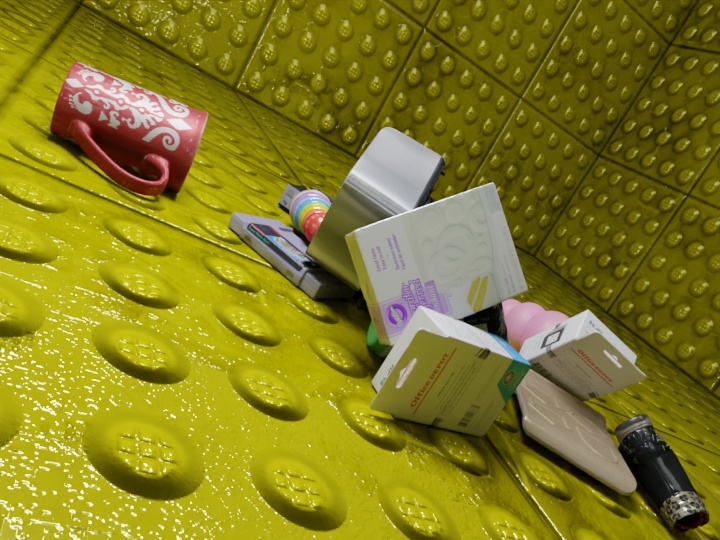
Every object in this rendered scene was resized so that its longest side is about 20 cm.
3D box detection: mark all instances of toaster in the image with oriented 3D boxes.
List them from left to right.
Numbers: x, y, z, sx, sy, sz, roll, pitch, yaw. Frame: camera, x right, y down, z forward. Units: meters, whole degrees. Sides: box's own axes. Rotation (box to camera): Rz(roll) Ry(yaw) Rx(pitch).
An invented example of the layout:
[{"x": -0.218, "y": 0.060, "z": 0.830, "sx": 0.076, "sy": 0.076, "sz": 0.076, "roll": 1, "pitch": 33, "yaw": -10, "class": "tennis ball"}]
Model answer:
[{"x": 0.020, "y": -0.081, "z": 0.925, "sx": 0.118, "sy": 0.182, "sz": 0.201, "roll": 32, "pitch": 45, "yaw": -2, "class": "toaster"}]

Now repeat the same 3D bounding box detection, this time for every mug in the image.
[{"x": -0.340, "y": -0.210, "z": 0.926, "sx": 0.197, "sy": 0.135, "sz": 0.178, "roll": 22, "pitch": 14, "yaw": -22, "class": "mug"}]

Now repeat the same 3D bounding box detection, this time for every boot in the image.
[{"x": 0.458, "y": 0.321, "z": 0.952, "sx": 0.204, "sy": 0.073, "sz": 0.155, "roll": 47, "pitch": 18, "yaw": -46, "class": "boot"}]

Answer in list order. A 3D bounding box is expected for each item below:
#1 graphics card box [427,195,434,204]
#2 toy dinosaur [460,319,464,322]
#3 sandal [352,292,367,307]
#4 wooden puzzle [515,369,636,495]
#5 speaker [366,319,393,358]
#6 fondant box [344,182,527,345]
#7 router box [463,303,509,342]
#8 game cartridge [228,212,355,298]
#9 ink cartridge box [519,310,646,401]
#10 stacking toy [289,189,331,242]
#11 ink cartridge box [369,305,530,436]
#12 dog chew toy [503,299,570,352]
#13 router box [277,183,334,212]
[{"x": 0.061, "y": -0.057, "z": 1.109, "sx": 0.197, "sy": 0.051, "sz": 0.126, "roll": -9, "pitch": -46, "yaw": 35, "class": "graphics card box"}, {"x": 0.150, "y": 0.079, "z": 1.100, "sx": 0.200, "sy": 0.101, "sz": 0.138, "roll": 42, "pitch": 29, "yaw": -60, "class": "toy dinosaur"}, {"x": 0.000, "y": 0.000, "z": 1.058, "sx": 0.045, "sy": 0.076, "sz": 0.200, "roll": 30, "pitch": 9, "yaw": -40, "class": "sandal"}, {"x": 0.307, "y": 0.241, "z": 0.953, "sx": 0.183, "sy": 0.047, "sz": 0.200, "roll": 32, "pitch": 18, "yaw": 0, "class": "wooden puzzle"}, {"x": 0.109, "y": 0.113, "z": 0.867, "sx": 0.198, "sy": 0.089, "sz": 0.089, "roll": 28, "pitch": 14, "yaw": -14, "class": "speaker"}, {"x": 0.096, "y": -0.008, "z": 0.793, "sx": 0.058, "sy": 0.197, "sz": 0.147, "roll": 169, "pitch": -98, "yaw": -77, "class": "fondant box"}, {"x": 0.209, "y": 0.096, "z": 1.033, "sx": 0.050, "sy": 0.152, "sz": 0.200, "roll": -11, "pitch": 3, "yaw": 16, "class": "router box"}, {"x": -0.105, "y": -0.025, "z": 0.994, "sx": 0.199, "sy": 0.039, "sz": 0.129, "roll": 38, "pitch": 11, "yaw": 23, "class": "game cartridge"}, {"x": 0.363, "y": 0.144, "z": 1.034, "sx": 0.116, "sy": 0.200, "sz": 0.067, "roll": 42, "pitch": 55, "yaw": -4, "class": "ink cartridge box"}, {"x": -0.082, "y": -0.088, "z": 1.116, "sx": 0.084, "sy": 0.086, "sz": 0.200, "roll": 27, "pitch": 9, "yaw": -14, "class": "stacking toy"}, {"x": 0.096, "y": 0.119, "z": 0.750, "sx": 0.198, "sy": 0.117, "sz": 0.067, "roll": 22, "pitch": 17, "yaw": -36, "class": "ink cartridge box"}, {"x": 0.352, "y": 0.125, "z": 1.303, "sx": 0.123, "sy": 0.126, "sz": 0.199, "roll": 18, "pitch": 11, "yaw": -42, "class": "dog chew toy"}, {"x": -0.057, "y": -0.106, "z": 1.333, "sx": 0.199, "sy": 0.053, "sz": 0.157, "roll": 36, "pitch": 14, "yaw": 15, "class": "router box"}]
